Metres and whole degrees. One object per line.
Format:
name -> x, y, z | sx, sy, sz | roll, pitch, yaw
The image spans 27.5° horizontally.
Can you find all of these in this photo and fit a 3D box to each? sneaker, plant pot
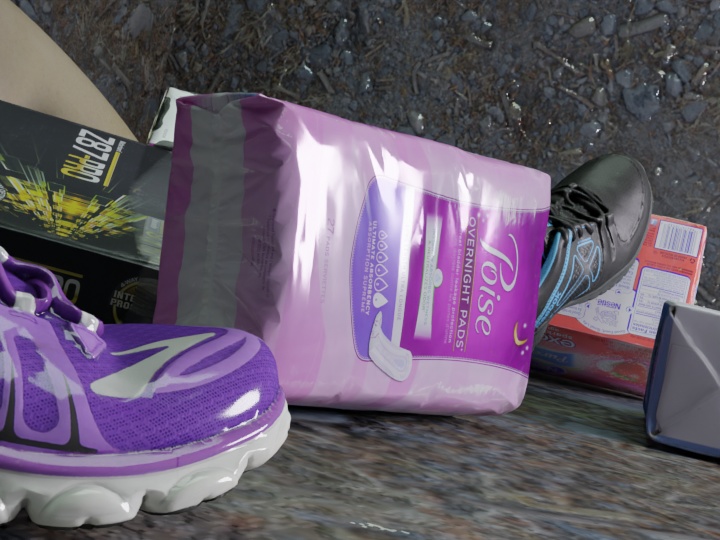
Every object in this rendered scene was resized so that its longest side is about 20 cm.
sneaker -> 0.130, -0.015, 0.950 | 0.073, 0.200, 0.082 | 33, -30, 19
sneaker -> -0.105, 0.008, 0.335 | 0.198, 0.084, 0.080 | 12, 2, -25
plant pot -> -0.239, -0.081, 0.991 | 0.186, 0.189, 0.199 | 14, -11, 45

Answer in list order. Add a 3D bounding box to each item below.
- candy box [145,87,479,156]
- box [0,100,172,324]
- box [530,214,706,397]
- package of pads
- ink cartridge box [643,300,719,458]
candy box -> -0.036, -0.026, 0.924 | 0.198, 0.137, 0.061 | 11, 45, -1
box -> -0.158, -0.030, 0.760 | 0.160, 0.050, 0.200 | 18, 18, -9
box -> 0.135, 0.012, 1.044 | 0.198, 0.103, 0.095 | 12, -24, 13
package of pads -> 0.000, 0.000, 0.640 | 0.075, 0.122, 0.199 | 7, -2, 40
ink cartridge box -> 0.234, 0.066, 0.843 | 0.135, 0.077, 0.200 | 13, 4, 11
